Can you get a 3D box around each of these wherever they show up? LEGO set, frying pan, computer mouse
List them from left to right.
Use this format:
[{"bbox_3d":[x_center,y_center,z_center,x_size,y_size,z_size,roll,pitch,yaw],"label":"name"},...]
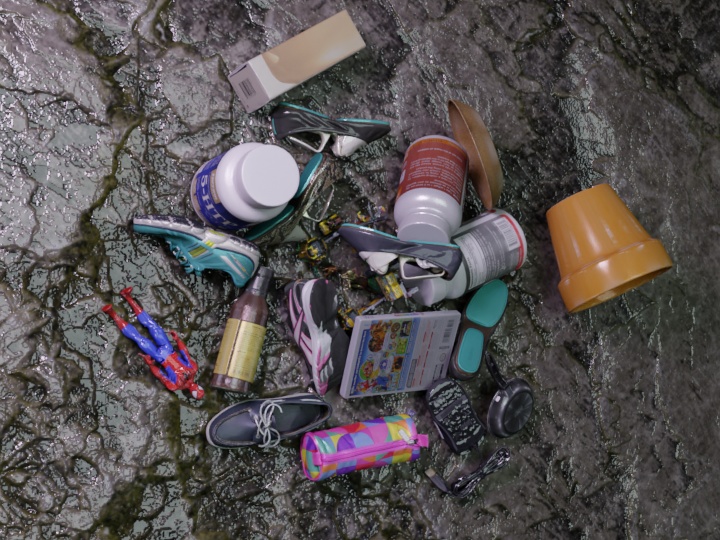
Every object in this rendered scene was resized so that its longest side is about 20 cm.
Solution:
[{"bbox_3d":[0.000,0.000,1.724,0.154,0.116,0.200,-22,95,-26],"label":"LEGO set"},{"bbox_3d":[0.151,0.288,1.821,0.140,0.046,0.200,-40,103,-11],"label":"computer mouse"},{"bbox_3d":[0.263,0.209,1.847,0.115,0.031,0.190,-24,123,-36],"label":"frying pan"}]

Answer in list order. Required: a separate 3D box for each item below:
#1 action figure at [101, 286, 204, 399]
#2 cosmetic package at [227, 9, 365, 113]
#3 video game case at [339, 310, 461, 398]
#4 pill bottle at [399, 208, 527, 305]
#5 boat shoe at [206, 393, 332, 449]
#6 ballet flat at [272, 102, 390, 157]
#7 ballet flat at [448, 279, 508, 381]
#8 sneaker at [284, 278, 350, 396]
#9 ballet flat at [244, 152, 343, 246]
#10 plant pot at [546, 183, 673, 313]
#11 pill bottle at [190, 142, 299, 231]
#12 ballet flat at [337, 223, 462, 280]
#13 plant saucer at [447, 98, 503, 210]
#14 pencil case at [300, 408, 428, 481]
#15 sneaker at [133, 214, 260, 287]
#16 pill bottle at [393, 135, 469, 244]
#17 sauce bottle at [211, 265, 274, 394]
[{"bbox_3d":[-0.302,0.118,1.607,0.065,0.052,0.200,-46,108,-26],"label":"action figure"},{"bbox_3d":[-0.102,-0.335,1.713,0.200,0.105,0.071,-35,101,-26],"label":"cosmetic package"},{"bbox_3d":[0.067,0.136,1.756,0.200,0.018,0.143,-2,115,-33],"label":"video game case"},{"bbox_3d":[0.173,-0.020,1.815,0.200,0.114,0.114,-24,96,-26],"label":"pill bottle"},{"bbox_3d":[-0.140,0.237,1.666,0.200,0.062,0.075,-5,90,-26],"label":"boat shoe"},{"bbox_3d":[-0.050,-0.223,1.746,0.200,0.068,0.068,8,90,-16],"label":"ballet flat"},{"bbox_3d":[0.194,0.104,1.834,0.068,0.068,0.200,29,61,-1],"label":"ballet flat"},{"bbox_3d":[-0.074,0.099,1.708,0.080,0.086,0.200,-22,116,-42],"label":"sneaker"},{"bbox_3d":[-0.096,-0.096,1.705,0.075,0.068,0.200,44,79,-25],"label":"ballet flat"},{"bbox_3d":[0.427,-0.047,1.912,0.200,0.200,0.183,-18,77,-26],"label":"plant pot"},{"bbox_3d":[-0.171,-0.128,1.606,0.120,0.200,0.120,3,84,-26],"label":"pill bottle"},{"bbox_3d":[0.059,-0.022,1.659,0.200,0.073,0.073,11,80,-5],"label":"ballet flat"},{"bbox_3d":[0.198,-0.200,1.797,0.035,0.200,0.200,-21,96,0],"label":"plant saucer"},{"bbox_3d":[0.003,0.283,1.720,0.200,0.088,0.088,-9,89,-25],"label":"pencil case"},{"bbox_3d":[-0.253,-0.033,1.623,0.200,0.078,0.080,21,96,-11],"label":"sneaker"},{"bbox_3d":[0.115,-0.119,1.756,0.112,0.112,0.200,32,45,-20],"label":"pill bottle"},{"bbox_3d":[-0.177,0.091,1.659,0.065,0.065,0.200,20,78,-23],"label":"sauce bottle"}]
